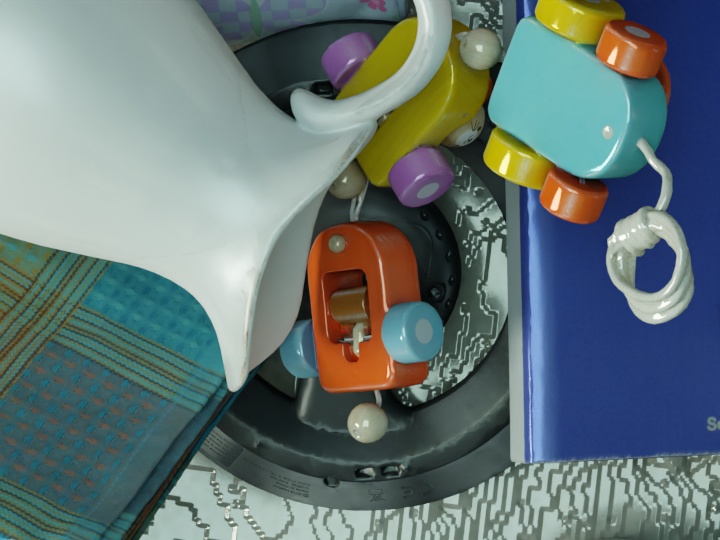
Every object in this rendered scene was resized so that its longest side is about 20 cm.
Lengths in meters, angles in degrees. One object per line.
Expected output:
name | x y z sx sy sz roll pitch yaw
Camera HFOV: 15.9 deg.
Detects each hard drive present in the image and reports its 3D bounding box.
hard drive | 0.119 -0.029 0.987 0.132 0.025 0.200 -1 90 -22

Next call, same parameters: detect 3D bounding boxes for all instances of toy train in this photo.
toy train | 0.050 -0.023 0.932 0.200 0.056 0.150 -15 82 45

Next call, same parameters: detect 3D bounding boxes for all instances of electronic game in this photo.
electronic game | 0.000 0.000 1.016 0.200 0.042 0.200 1 106 3

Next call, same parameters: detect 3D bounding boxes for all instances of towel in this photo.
towel | -0.146 0.021 0.956 0.200 0.022 0.147 28 53 8

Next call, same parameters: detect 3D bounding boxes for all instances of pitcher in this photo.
pitcher | -0.082 -0.079 0.919 0.200 0.121 0.172 33 103 3

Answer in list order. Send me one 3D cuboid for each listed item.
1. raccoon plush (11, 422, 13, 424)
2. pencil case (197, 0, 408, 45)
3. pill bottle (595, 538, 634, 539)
raccoon plush | -0.160 0.007 1.011 0.097 0.134 0.200 -17 88 11
pencil case | -0.076 -0.132 1.013 0.200 0.091 0.083 -3 55 4
pill bottle | 0.086 0.163 0.936 0.114 0.200 0.114 0 90 10
